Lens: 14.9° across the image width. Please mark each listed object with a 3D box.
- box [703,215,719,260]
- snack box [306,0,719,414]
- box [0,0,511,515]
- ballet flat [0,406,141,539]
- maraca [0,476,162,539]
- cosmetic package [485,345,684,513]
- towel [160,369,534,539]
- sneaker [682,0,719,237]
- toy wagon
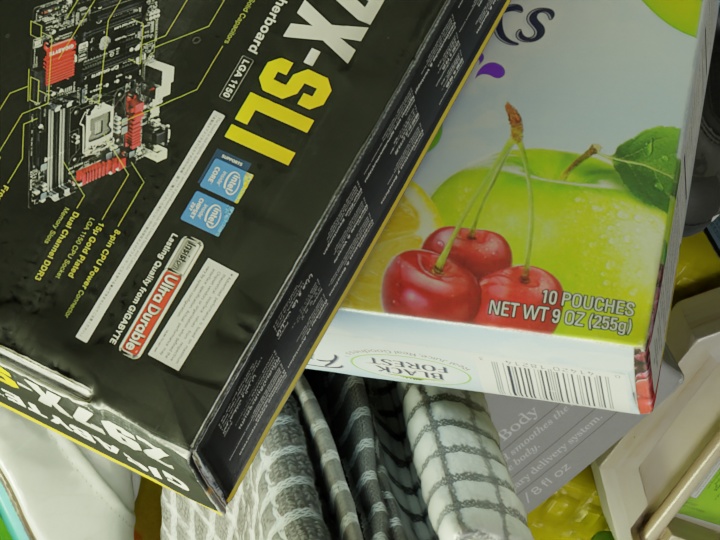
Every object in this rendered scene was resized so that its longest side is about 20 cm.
[{"bbox_3d":[0.210,-0.017,0.898,0.199,0.137,0.038,1,125,-17],"label":"box"},{"bbox_3d":[-0.011,-0.048,0.723,0.198,0.143,0.053,7,157,12],"label":"snack box"},{"bbox_3d":[-0.056,-0.064,0.681,0.201,0.159,0.049,-61,163,-16],"label":"box"},{"bbox_3d":[-0.108,0.024,0.846,0.069,0.069,0.201,-29,103,7],"label":"ballet flat"},{"bbox_3d":[-0.056,0.100,0.933,0.200,0.107,0.137,36,128,-14],"label":"maraca"},{"bbox_3d":[0.000,0.000,0.869,0.107,0.090,0.200,-41,137,16],"label":"cosmetic package"},{"bbox_3d":[-0.011,0.111,0.778,0.085,0.166,0.201,-2,123,-9],"label":"towel"},{"bbox_3d":[0.128,-0.090,0.780,0.066,0.200,0.090,45,141,-9],"label":"sneaker"},{"bbox_3d":[0.179,0.072,1.023,0.199,0.040,0.156,19,120,-30],"label":"toy wagon"}]
